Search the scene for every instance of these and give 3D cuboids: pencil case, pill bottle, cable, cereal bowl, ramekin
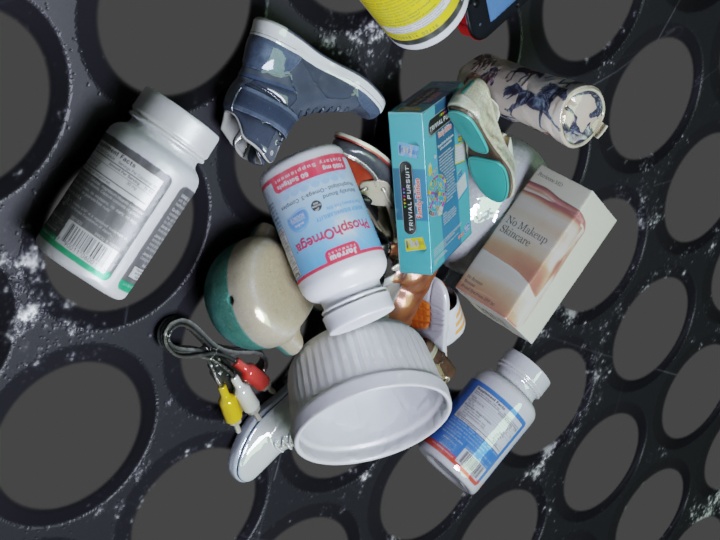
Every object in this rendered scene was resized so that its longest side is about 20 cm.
[{"bbox_3d":[0.214,-0.213,1.735,0.089,0.199,0.079,19,96,-45],"label":"pencil case"},{"bbox_3d":[-0.239,-0.081,1.443,0.201,0.113,0.113,-56,138,-2],"label":"pill bottle"},{"bbox_3d":[0.185,0.216,2.023,0.200,0.112,0.113,-49,137,-11],"label":"pill bottle"},{"bbox_3d":[-0.035,-0.034,1.594,0.108,0.202,0.109,-22,171,-3],"label":"pill bottle"},{"bbox_3d":[-0.164,0.109,1.672,0.097,0.050,0.201,-49,138,-15],"label":"cable"},{"bbox_3d":[0.191,-0.078,1.880,0.198,0.083,0.203,-22,126,-33],"label":"cereal bowl"},{"bbox_3d":[0.032,-0.347,1.550,0.112,0.111,0.200,-54,138,-5],"label":"pill bottle"},{"bbox_3d":[0.003,0.143,1.682,0.197,0.106,0.201,-13,149,-8],"label":"ramekin"}]

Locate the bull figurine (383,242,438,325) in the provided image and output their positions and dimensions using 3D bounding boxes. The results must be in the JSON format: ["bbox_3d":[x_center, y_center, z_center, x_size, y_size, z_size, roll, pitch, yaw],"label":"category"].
[{"bbox_3d":[0.033,0.051,1.807,0.120,0.065,0.202,3,119,-42],"label":"bull figurine"}]

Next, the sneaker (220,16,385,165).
[{"bbox_3d":[-0.069,-0.175,1.567,0.201,0.077,0.148,25,84,-38],"label":"sneaker"}]

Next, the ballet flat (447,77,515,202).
[{"bbox_3d":[0.163,-0.162,1.730,0.063,0.067,0.201,-57,148,-20],"label":"ballet flat"}]

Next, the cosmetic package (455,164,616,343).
[{"bbox_3d":[0.229,-0.022,1.812,0.201,0.103,0.087,-55,139,-5],"label":"cosmetic package"}]

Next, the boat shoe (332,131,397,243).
[{"bbox_3d":[0.015,-0.102,1.708,0.063,0.071,0.200,-56,144,-8],"label":"boat shoe"}]

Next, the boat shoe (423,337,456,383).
[{"bbox_3d":[0.052,0.190,1.870,0.075,0.075,0.203,38,106,-10],"label":"boat shoe"}]

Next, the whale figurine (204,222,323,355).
[{"bbox_3d":[-0.111,0.025,1.651,0.199,0.103,0.161,-16,90,-62],"label":"whale figurine"}]

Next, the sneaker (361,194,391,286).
[{"bbox_3d":[0.000,0.000,1.688,0.076,0.090,0.202,-58,132,-61],"label":"sneaker"}]

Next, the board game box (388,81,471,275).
[{"bbox_3d":[0.088,-0.117,1.714,0.151,0.046,0.203,-42,131,-59],"label":"board game box"}]

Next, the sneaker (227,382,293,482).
[{"bbox_3d":[-0.089,0.196,1.778,0.200,0.071,0.073,-49,137,-10],"label":"sneaker"}]

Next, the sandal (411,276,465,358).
[{"bbox_3d":[0.107,0.074,1.899,0.059,0.079,0.208,-32,140,-27],"label":"sandal"}]

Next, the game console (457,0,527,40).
[{"bbox_3d":[0.172,-0.397,1.688,0.200,0.031,0.178,-45,139,-33],"label":"game console"}]
